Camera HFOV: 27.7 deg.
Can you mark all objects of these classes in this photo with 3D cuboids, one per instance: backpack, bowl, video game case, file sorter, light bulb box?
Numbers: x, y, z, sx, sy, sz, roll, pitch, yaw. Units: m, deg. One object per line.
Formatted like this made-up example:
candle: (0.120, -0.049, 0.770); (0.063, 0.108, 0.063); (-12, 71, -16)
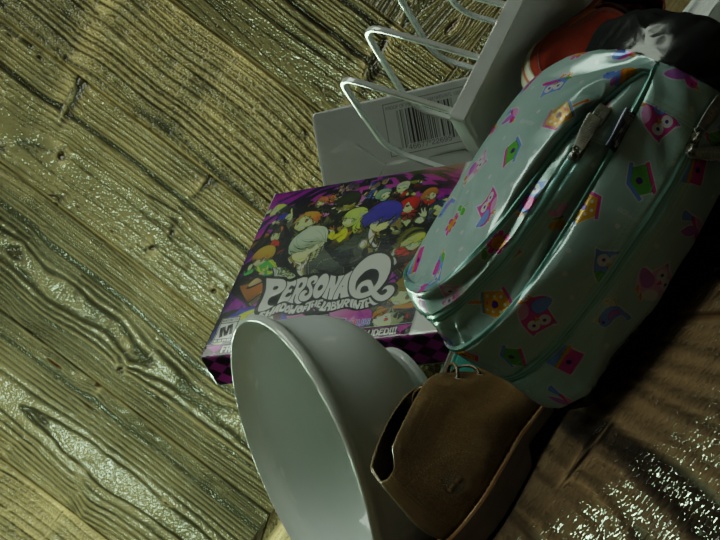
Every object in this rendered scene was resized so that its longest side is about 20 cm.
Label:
backpack: (0.117, -0.031, 0.753); (0.200, 0.126, 0.167); (-56, 3, -3)
bowl: (-0.001, 0.110, 0.948); (0.090, 0.202, 0.201); (-20, -14, -21)
video game case: (0.000, 0.000, 1.066); (0.199, 0.036, 0.182); (-7, 41, 28)
file sorter: (0.089, -0.184, 1.146); (0.201, 0.124, 0.139); (-64, -28, -13)
light bulb box: (0.084, -0.091, 1.352); (0.197, 0.125, 0.200); (-11, -6, 16)

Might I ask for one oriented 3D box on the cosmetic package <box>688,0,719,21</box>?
cosmetic package: (0.245, -0.152, 1.042); (0.151, 0.052, 0.200); (-56, -1, 4)

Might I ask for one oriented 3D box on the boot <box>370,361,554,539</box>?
boot: (0.072, 0.071, 0.839); (0.074, 0.075, 0.200); (-53, 0, 43)

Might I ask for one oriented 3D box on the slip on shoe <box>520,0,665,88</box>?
slip on shoe: (0.176, -0.166, 1.092); (0.200, 0.074, 0.061); (-46, -4, -48)

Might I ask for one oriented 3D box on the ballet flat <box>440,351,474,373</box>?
ballet flat: (0.101, 0.042, 0.968); (0.064, 0.067, 0.200); (91, -161, -54)

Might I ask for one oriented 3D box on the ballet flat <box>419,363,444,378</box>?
ballet flat: (0.028, 0.144, 1.079); (0.070, 0.065, 0.200); (-3, -50, -56)

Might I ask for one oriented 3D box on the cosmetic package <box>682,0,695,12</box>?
cosmetic package: (0.265, -0.163, 1.272); (0.200, 0.052, 0.151); (-53, 2, 33)

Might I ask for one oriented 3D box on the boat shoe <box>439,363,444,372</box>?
boat shoe: (0.115, 0.018, 1.058); (0.200, 0.076, 0.060); (-52, 5, -28)
